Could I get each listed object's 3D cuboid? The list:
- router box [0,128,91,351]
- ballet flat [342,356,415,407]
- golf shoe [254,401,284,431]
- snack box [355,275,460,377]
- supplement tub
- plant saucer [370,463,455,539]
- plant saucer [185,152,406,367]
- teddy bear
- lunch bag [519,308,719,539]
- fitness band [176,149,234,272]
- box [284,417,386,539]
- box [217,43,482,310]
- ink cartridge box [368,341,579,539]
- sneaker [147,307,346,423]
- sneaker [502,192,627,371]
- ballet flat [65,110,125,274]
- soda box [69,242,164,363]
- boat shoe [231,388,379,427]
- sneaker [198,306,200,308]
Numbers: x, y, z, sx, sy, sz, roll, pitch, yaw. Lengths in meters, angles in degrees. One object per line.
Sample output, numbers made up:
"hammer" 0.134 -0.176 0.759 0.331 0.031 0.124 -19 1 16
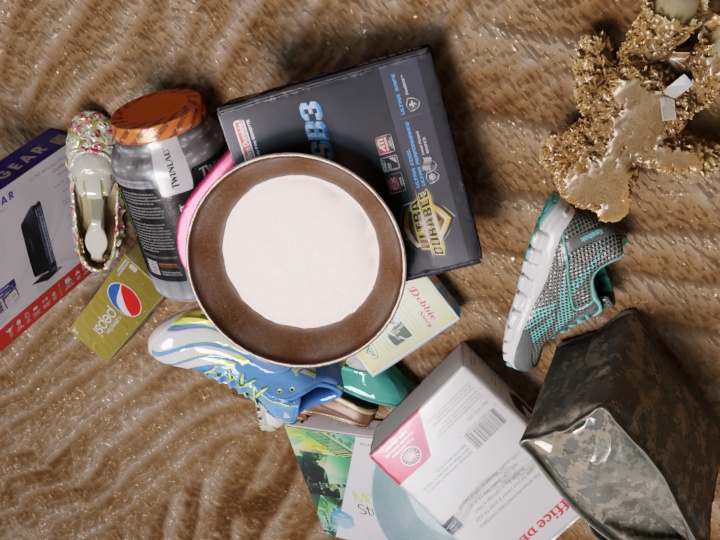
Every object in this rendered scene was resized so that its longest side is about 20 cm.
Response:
"router box" -0.389 -0.037 1.111 0.048 0.200 0.181 15 130 22
"ballet flat" -0.027 0.092 1.088 0.199 0.067 0.071 19 117 16
"golf shoe" -0.062 0.080 1.038 0.096 0.078 0.202 10 92 4
"snack box" 0.000 0.000 0.987 0.116 0.037 0.200 -34 103 16
"supplement tub" -0.187 -0.079 1.012 0.122 0.123 0.201 6 127 27
"plant saucer" 0.112 0.251 1.102 0.199 0.039 0.203 1 99 9
"plant saucer" -0.056 -0.011 0.862 0.198 0.037 0.202 3 110 7
"teddy bear" 0.228 -0.136 0.766 0.144 0.067 0.201 16 124 8
"lunch bag" 0.260 0.168 0.899 0.117 0.164 0.200 -33 102 37
"fitness band" -0.089 -0.053 0.937 0.143 0.037 0.200 42 106 -9
"box" -0.005 0.270 1.228 0.143 0.036 0.201 2 123 30
"box" -0.006 -0.081 0.876 0.197 0.050 0.202 -13 107 9
"ink cartridge box" 0.131 0.202 1.021 0.200 0.084 0.145 44 103 -5
"sneaker" -0.102 0.092 0.929 0.198 0.106 0.076 -1 139 -18
"sneaker" 0.190 0.028 0.901 0.091 0.078 0.201 19 133 12
"ballet flat" -0.301 -0.082 1.107 0.075 0.064 0.201 -2 125 -9
"soda box" -0.288 0.035 1.201 0.068 0.064 0.200 43 135 -5
"boat shoe" -0.069 0.147 1.135 0.199 0.072 0.068 18 100 25
"sneaker" -0.157 0.084 1.072 0.200 0.070 0.076 126 131 -68
